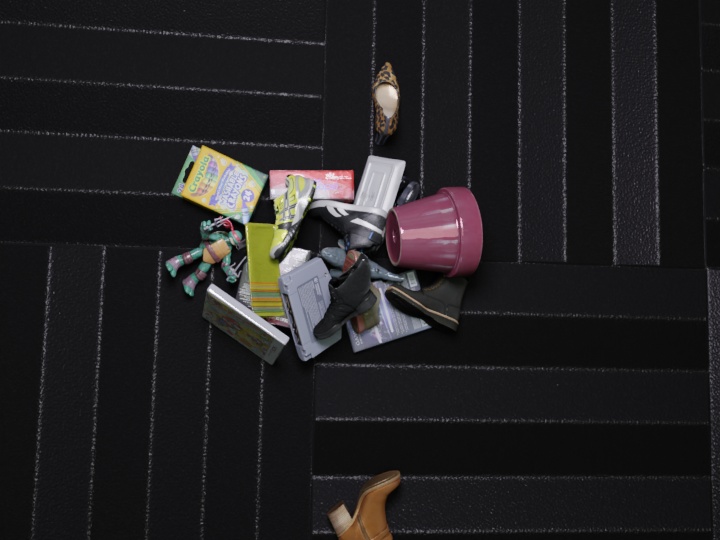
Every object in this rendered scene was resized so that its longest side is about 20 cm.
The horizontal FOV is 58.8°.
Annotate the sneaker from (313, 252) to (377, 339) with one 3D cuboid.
[{"bbox_3d":[-0.044,0.058,1.369,0.198,0.060,0.105,-33,114,16],"label":"sneaker"}]

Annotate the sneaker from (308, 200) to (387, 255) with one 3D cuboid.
[{"bbox_3d":[-0.042,-0.092,1.449,0.196,0.073,0.114,7,78,26],"label":"sneaker"}]

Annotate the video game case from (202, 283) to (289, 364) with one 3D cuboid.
[{"bbox_3d":[-0.255,0.123,1.392,0.198,0.182,0.023,35,63,-1],"label":"video game case"}]

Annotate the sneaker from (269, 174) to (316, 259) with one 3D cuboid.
[{"bbox_3d":[-0.163,-0.118,1.409,0.075,0.076,0.203,22,69,-3],"label":"sneaker"}]

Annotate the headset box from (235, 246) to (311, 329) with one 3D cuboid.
[{"bbox_3d":[-0.202,0.040,1.455,0.145,0.075,0.205,12,84,-4],"label":"headset box"}]

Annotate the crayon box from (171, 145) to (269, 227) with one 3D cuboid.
[{"bbox_3d":[-0.325,-0.198,1.474,0.197,0.052,0.128,24,83,-3],"label":"crayon box"}]

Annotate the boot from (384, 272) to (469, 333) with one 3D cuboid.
[{"bbox_3d":[0.157,0.042,1.484,0.198,0.077,0.141,30,70,-24],"label":"boot"}]

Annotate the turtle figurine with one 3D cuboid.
[{"bbox_3d":[-0.329,-0.037,1.435,0.198,0.101,0.151,-34,106,1],"label":"turtle figurine"}]

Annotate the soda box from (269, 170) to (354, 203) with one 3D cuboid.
[{"bbox_3d":[-0.113,-0.194,1.489,0.195,0.063,0.072,0,86,-7],"label":"soda box"}]

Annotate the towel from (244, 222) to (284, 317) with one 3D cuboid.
[{"bbox_3d":[-0.207,-0.001,1.385,0.085,0.018,0.205,1,82,-49],"label":"towel"}]

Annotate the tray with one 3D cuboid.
[{"bbox_3d":[0.030,-0.171,1.496,0.106,0.022,0.204,14,83,31],"label":"tray"}]

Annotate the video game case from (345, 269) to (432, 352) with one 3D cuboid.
[{"bbox_3d":[0.057,0.094,1.506,0.196,0.019,0.146,-17,87,-6],"label":"video game case"}]

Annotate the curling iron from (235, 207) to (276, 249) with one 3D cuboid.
[{"bbox_3d":[-0.217,-0.095,1.434,0.050,0.025,0.200,49,43,-6],"label":"curling iron"}]

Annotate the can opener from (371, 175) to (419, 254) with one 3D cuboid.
[{"bbox_3d":[0.064,-0.133,1.505,0.063,0.079,0.202,35,92,-9],"label":"can opener"}]

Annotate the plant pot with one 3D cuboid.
[{"bbox_3d":[0.155,-0.080,1.431,0.175,0.200,0.205,-6,86,-13],"label":"plant pot"}]

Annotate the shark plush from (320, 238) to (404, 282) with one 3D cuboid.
[{"bbox_3d":[0.000,0.000,1.471,0.198,0.083,0.092,31,83,0],"label":"shark plush"}]

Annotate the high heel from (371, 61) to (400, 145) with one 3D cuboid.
[{"bbox_3d":[0.066,-0.405,1.484,0.070,0.143,0.205,5,85,-5],"label":"high heel"}]

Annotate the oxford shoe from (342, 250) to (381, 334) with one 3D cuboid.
[{"bbox_3d":[0.006,0.042,1.440,0.072,0.071,0.204,-17,122,-21],"label":"oxford shoe"}]

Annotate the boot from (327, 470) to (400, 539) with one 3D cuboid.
[{"bbox_3d":[0.040,0.562,1.436,0.198,0.077,0.157,-35,88,-5],"label":"boot"}]

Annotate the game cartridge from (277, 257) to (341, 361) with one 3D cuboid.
[{"bbox_3d":[-0.106,0.082,1.429,0.132,0.040,0.204,-27,113,-36],"label":"game cartridge"}]
